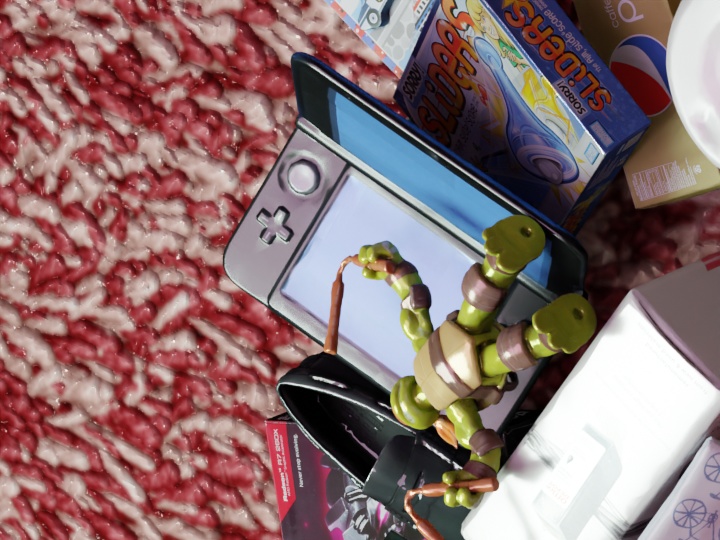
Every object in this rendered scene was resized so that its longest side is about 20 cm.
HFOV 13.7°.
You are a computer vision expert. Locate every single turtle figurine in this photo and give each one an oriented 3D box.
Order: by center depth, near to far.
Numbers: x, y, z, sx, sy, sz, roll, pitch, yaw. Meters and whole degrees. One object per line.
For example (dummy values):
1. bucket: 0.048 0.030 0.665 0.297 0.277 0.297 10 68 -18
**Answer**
1. turtle figurine: 0.063 0.054 1.621 0.161 0.064 0.200 -44 58 45

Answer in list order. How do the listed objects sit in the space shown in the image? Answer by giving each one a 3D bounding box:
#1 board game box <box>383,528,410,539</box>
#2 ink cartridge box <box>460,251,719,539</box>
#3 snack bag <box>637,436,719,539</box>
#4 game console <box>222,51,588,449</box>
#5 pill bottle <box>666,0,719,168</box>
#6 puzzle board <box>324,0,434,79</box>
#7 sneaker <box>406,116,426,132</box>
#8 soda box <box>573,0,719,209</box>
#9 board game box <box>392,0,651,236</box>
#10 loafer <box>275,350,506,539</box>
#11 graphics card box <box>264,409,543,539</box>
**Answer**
1. board game box: 0.101 0.227 1.716 0.135 0.200 0.028 28 78 42
2. ink cartridge box: 0.163 0.088 1.645 0.085 0.146 0.200 48 129 18
3. snack bag: 0.204 0.198 1.606 0.200 0.188 0.021 -56 25 19
4. game console: 0.019 -0.007 1.681 0.200 0.118 0.171 35 109 12
5. pill bottle: 0.251 -0.114 1.473 0.114 0.200 0.114 14 112 38
6. puzzle board: 0.039 -0.213 1.757 0.151 0.017 0.200 48 129 21
7. sneaker: 0.000 0.000 1.806 0.075 0.084 0.200 31 121 32
8. soda box: 0.164 -0.139 1.633 0.064 0.068 0.200 -16 91 43
9. board game box: 0.086 -0.090 1.664 0.135 0.034 0.200 53 162 10
10. loafer: 0.030 0.120 1.757 0.201 0.070 0.068 41 125 26
11. graphics card box: 0.034 0.148 1.843 0.200 0.051 0.126 0 102 40
